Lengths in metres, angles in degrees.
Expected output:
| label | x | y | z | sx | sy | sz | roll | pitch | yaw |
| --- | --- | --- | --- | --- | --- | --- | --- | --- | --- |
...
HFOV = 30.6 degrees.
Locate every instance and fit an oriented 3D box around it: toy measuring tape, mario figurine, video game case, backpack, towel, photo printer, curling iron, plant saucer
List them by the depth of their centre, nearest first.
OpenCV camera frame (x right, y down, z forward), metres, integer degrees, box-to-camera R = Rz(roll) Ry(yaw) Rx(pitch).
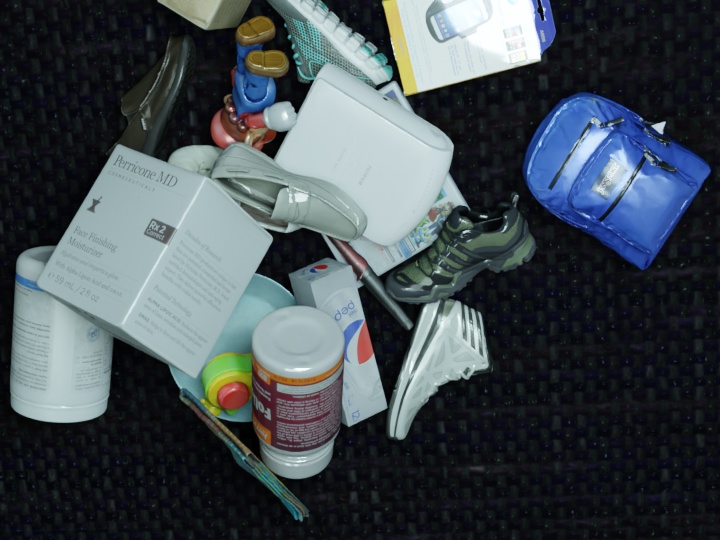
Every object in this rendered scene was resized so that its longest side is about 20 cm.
| label | x | y | z | sx | sy | sz | roll | pitch | yaw |
| --- | --- | --- | --- | --- | --- | --- | --- | --- | --- |
| backpack | 0.298 | -0.120 | 1.569 | 0.199 | 0.168 | 0.164 | 33 | 97 | 1 |
| mario figurine | -0.117 | -0.216 | 1.596 | 0.105 | 0.125 | 0.201 | 20 | 148 | -2 |
| photo printer | 0.005 | -0.134 | 1.603 | 0.198 | 0.070 | 0.167 | 32 | 121 | -2 |
| toy measuring tape | -0.146 | 0.114 | 1.660 | 0.073 | 0.074 | 0.200 | 39 | 114 | -4 |
| towel | -0.148 | 0.235 | 1.661 | 0.022 | 0.201 | 0.146 | -46 | 54 | -10 |
| curling iron | 0.000 | 0.000 | 1.662 | 0.025 | 0.050 | 0.201 | -36 | 104 | 6 |
| video game case | 0.018 | -0.107 | 1.671 | 0.181 | 0.022 | 0.202 | -30 | 97 | 11 |
| plant saucer | -0.156 | 0.096 | 1.724 | 0.197 | 0.039 | 0.205 | 1 | 103 | 4 |

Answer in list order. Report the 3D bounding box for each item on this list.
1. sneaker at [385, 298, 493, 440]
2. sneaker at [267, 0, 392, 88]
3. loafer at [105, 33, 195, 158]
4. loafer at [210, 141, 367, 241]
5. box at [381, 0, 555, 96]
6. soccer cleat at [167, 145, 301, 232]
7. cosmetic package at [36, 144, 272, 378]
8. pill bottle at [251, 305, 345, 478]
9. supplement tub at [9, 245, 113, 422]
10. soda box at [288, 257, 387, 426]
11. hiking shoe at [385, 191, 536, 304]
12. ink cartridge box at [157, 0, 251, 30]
| label | x | y | z | sx | sy | sz | roll | pitch | yaw |
| --- | --- | --- | --- | --- | --- | --- | --- | --- | --- |
| sneaker | 0.106 | 0.138 | 1.689 | 0.114 | 0.076 | 0.203 | 19 | 101 | 3 |
| sneaker | -0.058 | -0.276 | 1.615 | 0.200 | 0.078 | 0.091 | 41 | 107 | -3 |
| loafer | -0.267 | -0.208 | 1.647 | 0.071 | 0.073 | 0.202 | 25 | 104 | -3 |
| loafer | -0.087 | -0.083 | 1.577 | 0.198 | 0.070 | 0.070 | 24 | 135 | 3 |
| box | 0.135 | -0.297 | 1.608 | 0.197 | 0.042 | 0.121 | -13 | 101 | 6 |
| soccer cleat | -0.157 | -0.103 | 1.650 | 0.197 | 0.078 | 0.070 | 22 | 113 | 8 |
| cosmetic package | -0.245 | -0.012 | 1.584 | 0.163 | 0.165 | 0.202 | 20 | 77 | 35 |
| pill bottle | -0.078 | 0.153 | 1.614 | 0.112 | 0.115 | 0.202 | 7 | 130 | 4 |
| supplement tub | -0.383 | 0.079 | 1.695 | 0.130 | 0.132 | 0.203 | 9 | 103 | 3 |
| soda box | -0.028 | 0.091 | 1.674 | 0.063 | 0.068 | 0.203 | -22 | 109 | -24 |
| hiking shoe | 0.115 | -0.033 | 1.640 | 0.197 | 0.076 | 0.102 | -23 | 121 | 0 |
| ink cartridge box | -0.148 | -0.390 | 1.548 | 0.074 | 0.165 | 0.202 | 28 | 103 | 1 |
